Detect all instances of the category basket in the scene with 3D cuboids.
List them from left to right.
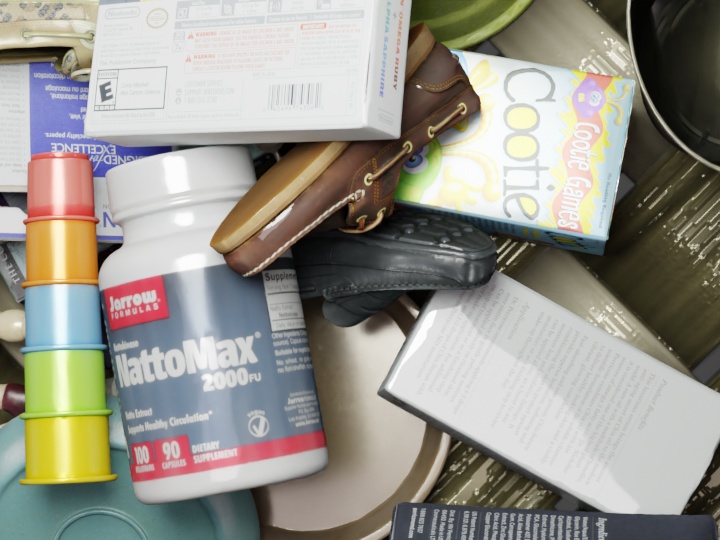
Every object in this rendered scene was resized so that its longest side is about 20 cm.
[{"bbox_3d":[0.228,-0.132,1.234,0.135,0.200,0.181,-5,84,6],"label":"basket"}]

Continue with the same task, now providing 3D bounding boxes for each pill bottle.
[{"bbox_3d":[-0.093,0.032,1.221,0.119,0.120,0.201,-11,86,5],"label":"pill bottle"}]

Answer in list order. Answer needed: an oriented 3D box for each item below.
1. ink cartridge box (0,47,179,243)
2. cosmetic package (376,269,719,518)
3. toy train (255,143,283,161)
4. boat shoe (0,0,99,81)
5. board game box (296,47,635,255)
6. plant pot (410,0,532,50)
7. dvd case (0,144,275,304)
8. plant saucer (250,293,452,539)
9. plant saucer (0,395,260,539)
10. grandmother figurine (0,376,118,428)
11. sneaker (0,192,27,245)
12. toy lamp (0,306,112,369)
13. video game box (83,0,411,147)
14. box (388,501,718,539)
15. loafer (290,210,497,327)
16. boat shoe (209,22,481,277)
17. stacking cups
[{"bbox_3d":[-0.214,-0.115,1.294,0.197,0.047,0.201,1,83,-22],"label":"ink cartridge box"},{"bbox_3d":[0.121,0.081,1.278,0.200,0.071,0.102,29,83,0],"label":"cosmetic package"},{"bbox_3d":[-0.060,-0.158,1.280,0.084,0.116,0.201,-27,93,-25],"label":"toy train"},{"bbox_3d":[-0.199,-0.142,1.247,0.199,0.073,0.063,6,81,-12],"label":"boat shoe"},{"bbox_3d":[0.067,-0.081,1.296,0.199,0.105,0.103,11,86,6],"label":"board game box"},{"bbox_3d":[0.028,-0.246,1.272,0.199,0.184,0.201,0,86,5],"label":"plant pot"},{"bbox_3d":[-0.177,-0.089,1.363,0.200,0.022,0.146,-30,83,4],"label":"dvd case"},{"bbox_3d":[-0.037,0.089,1.332,0.199,0.029,0.201,0,86,7],"label":"plant saucer"},{"bbox_3d":[-0.164,0.176,1.299,0.199,0.027,0.201,0,110,1],"label":"plant saucer"},{"bbox_3d":[-0.212,0.121,1.320,0.199,0.061,0.121,-25,128,12],"label":"grandmother figurine"},{"bbox_3d":[-0.256,-0.118,1.340,0.087,0.074,0.200,-29,89,-16],"label":"sneaker"},{"bbox_3d":[-0.256,0.034,1.336,0.199,0.058,0.058,1,86,14],"label":"toy lamp"},{"bbox_3d":[-0.062,-0.164,1.162,0.199,0.047,0.183,1,84,33],"label":"video game box"},{"bbox_3d":[0.113,0.255,1.225,0.199,0.118,0.197,1,113,6],"label":"box"},{"bbox_3d":[0.000,0.000,1.261,0.200,0.068,0.071,4,105,37],"label":"loafer"},{"bbox_3d":[-0.002,-0.059,1.184,0.200,0.070,0.070,-46,108,-24],"label":"boat shoe"},{"bbox_3d":[-0.179,0.029,1.233,0.060,0.061,0.201,-2,87,6],"label":"stacking cups"}]
